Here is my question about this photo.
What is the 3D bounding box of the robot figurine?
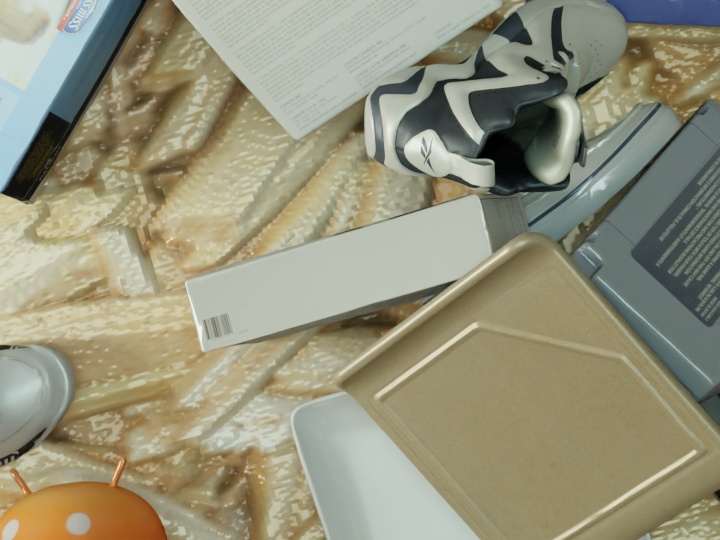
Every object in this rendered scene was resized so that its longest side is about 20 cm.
[{"bbox_3d":[-0.172,0.218,1.604,0.116,0.144,0.201,-6,89,-28],"label":"robot figurine"}]

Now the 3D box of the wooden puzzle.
[{"bbox_3d":[0.109,0.086,1.556,0.200,0.037,0.185,45,127,-9],"label":"wooden puzzle"}]

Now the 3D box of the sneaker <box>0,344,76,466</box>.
[{"bbox_3d":[-0.275,0.101,1.609,0.199,0.115,0.075,-20,89,1],"label":"sneaker"}]

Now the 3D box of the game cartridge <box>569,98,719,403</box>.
[{"bbox_3d":[0.215,-0.009,1.583,0.133,0.042,0.200,46,48,-1],"label":"game cartridge"}]

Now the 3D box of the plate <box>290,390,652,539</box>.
[{"bbox_3d":[0.076,0.154,1.640,0.199,0.032,0.201,-17,88,0],"label":"plate"}]

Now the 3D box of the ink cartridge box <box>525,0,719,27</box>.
[{"bbox_3d":[0.196,-0.248,1.600,0.196,0.043,0.201,3,102,13],"label":"ink cartridge box"}]

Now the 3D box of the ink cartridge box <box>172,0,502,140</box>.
[{"bbox_3d":[-0.034,-0.194,1.557,0.162,0.050,0.200,-32,120,15],"label":"ink cartridge box"}]

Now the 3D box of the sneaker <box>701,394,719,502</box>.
[{"bbox_3d":[0.267,0.147,1.598,0.200,0.106,0.075,42,90,2],"label":"sneaker"}]

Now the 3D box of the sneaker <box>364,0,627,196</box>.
[{"bbox_3d":[0.114,-0.099,1.563,0.199,0.129,0.080,-20,124,-34],"label":"sneaker"}]

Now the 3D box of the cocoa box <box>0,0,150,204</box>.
[{"bbox_3d":[-0.217,-0.159,1.604,0.133,0.131,0.200,30,90,2],"label":"cocoa box"}]

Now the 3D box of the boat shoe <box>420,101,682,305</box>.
[{"bbox_3d":[0.108,-0.049,1.622,0.200,0.074,0.067,-40,91,1],"label":"boat shoe"}]

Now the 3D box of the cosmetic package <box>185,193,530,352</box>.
[{"bbox_3d":[0.000,0.000,1.589,0.199,0.083,0.051,-16,84,21],"label":"cosmetic package"}]
